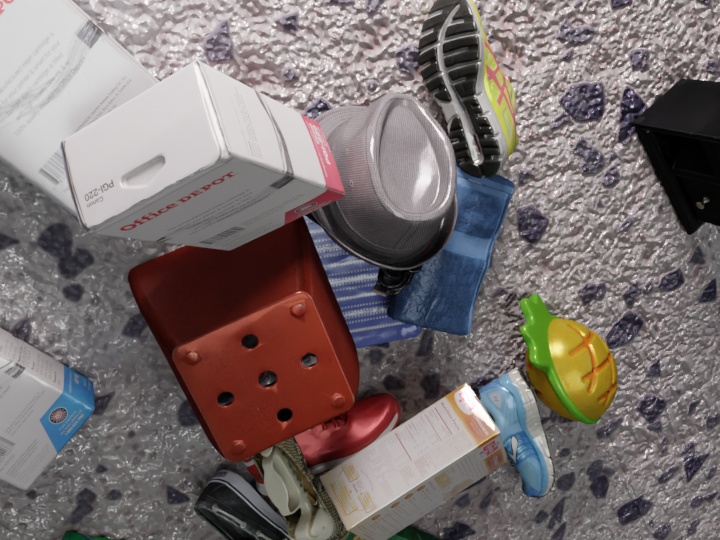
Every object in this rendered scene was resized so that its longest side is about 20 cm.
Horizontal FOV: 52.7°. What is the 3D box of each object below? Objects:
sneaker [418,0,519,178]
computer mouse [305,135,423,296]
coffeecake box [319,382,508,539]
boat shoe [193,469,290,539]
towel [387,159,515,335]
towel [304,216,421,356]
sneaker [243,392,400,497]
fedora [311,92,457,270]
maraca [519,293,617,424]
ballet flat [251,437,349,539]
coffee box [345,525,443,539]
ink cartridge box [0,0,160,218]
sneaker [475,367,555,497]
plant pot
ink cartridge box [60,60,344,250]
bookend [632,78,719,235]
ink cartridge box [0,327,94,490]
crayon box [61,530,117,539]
[{"bbox_3d":[0.127,-0.208,0.805,0.090,0.078,0.200,-30,111,-44],"label":"sneaker"},{"bbox_3d":[-0.014,-0.070,0.778,0.200,0.053,0.139,35,60,-6],"label":"computer mouse"},{"bbox_3d":[0.071,0.237,0.870,0.200,0.073,0.154,-32,150,-2],"label":"coffeecake box"},{"bbox_3d":[-0.115,0.329,0.866,0.074,0.068,0.199,-31,104,36],"label":"boat shoe"},{"bbox_3d":[0.107,-0.024,0.852,0.112,0.049,0.200,15,97,-32],"label":"towel"},{"bbox_3d":[0.000,0.000,0.857,0.145,0.024,0.200,-9,110,-15],"label":"towel"},{"bbox_3d":[-0.054,0.180,0.867,0.200,0.078,0.116,-30,118,-9],"label":"sneaker"},{"bbox_3d":[0.033,-0.104,0.728,0.177,0.090,0.200,9,65,-20],"label":"fedora"},{"bbox_3d":[0.261,0.115,0.936,0.107,0.137,0.200,-28,123,30],"label":"maraca"},{"bbox_3d":[-0.075,0.256,0.820,0.068,0.075,0.200,-23,109,10],"label":"ballet flat"},{"bbox_3d":[0.024,0.400,0.992,0.200,0.044,0.123,30,99,-26],"label":"coffee box"},{"bbox_3d":[-0.275,-0.159,0.659,0.145,0.083,0.200,-47,117,1],"label":"ink cartridge box"},{"bbox_3d":[0.205,0.227,0.994,0.090,0.078,0.200,-18,110,5],"label":"sneaker"},{"bbox_3d":[-0.107,0.074,0.742,0.200,0.176,0.200,-24,112,-6],"label":"plant pot"},{"bbox_3d":[-0.126,-0.085,0.623,0.145,0.200,0.085,-23,80,21],"label":"ink cartridge box"},{"bbox_3d":[0.465,-0.120,0.882,0.092,0.199,0.200,-41,118,-5],"label":"bookend"},{"bbox_3d":[-0.385,0.118,0.727,0.200,0.067,0.116,41,92,-28],"label":"ink cartridge box"},{"bbox_3d":[-0.327,0.417,0.861,0.119,0.058,0.200,22,100,-25],"label":"crayon box"}]
